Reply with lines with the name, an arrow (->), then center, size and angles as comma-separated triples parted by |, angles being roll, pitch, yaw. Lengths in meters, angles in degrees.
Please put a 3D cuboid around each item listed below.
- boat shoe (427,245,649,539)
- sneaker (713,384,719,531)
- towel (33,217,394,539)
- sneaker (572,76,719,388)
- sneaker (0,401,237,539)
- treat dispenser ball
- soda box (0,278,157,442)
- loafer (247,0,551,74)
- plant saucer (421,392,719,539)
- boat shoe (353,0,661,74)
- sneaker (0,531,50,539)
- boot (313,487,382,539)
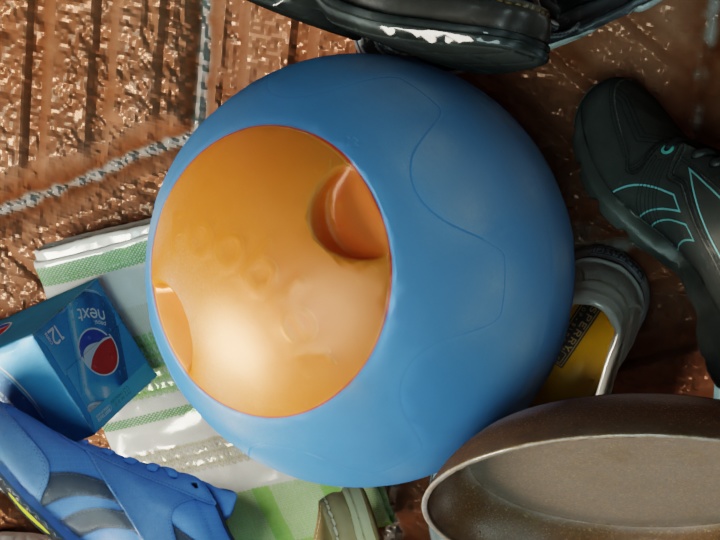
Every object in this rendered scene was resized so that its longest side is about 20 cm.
boat shoe -> 0.084, 0.083, 1.072 | 0.071, 0.070, 0.200 | 30, 117, 3
sneaker -> 0.230, 0.100, 0.999 | 0.130, 0.079, 0.201 | 23, 126, 51
towel -> -0.077, 0.060, 1.141 | 0.149, 0.031, 0.200 | -13, 110, 24
sneaker -> 0.170, -0.023, 0.962 | 0.079, 0.075, 0.200 | -53, 54, 33
sneaker -> -0.115, 0.120, 1.064 | 0.200, 0.066, 0.078 | 40, 78, 4
treat dispenser ball -> 0.000, 0.000, 0.989 | 0.200, 0.201, 0.201 | 6, 114, 15
soda box -> -0.211, 0.074, 1.145 | 0.200, 0.068, 0.064 | -23, 104, 34
loafer -> 0.015, -0.137, 0.954 | 0.200, 0.073, 0.072 | 24, 95, 46
plant saucer -> 0.127, 0.097, 0.945 | 0.199, 0.032, 0.200 | 3, 156, 1
boat shoe -> 0.080, -0.133, 0.982 | 0.199, 0.068, 0.072 | -15, 107, 23
sneaker -> -0.166, 0.184, 1.174 | 0.200, 0.085, 0.075 | -18, 108, 33
boot -> -0.065, 0.199, 1.125 | 0.155, 0.073, 0.200 | -2, 131, -11
